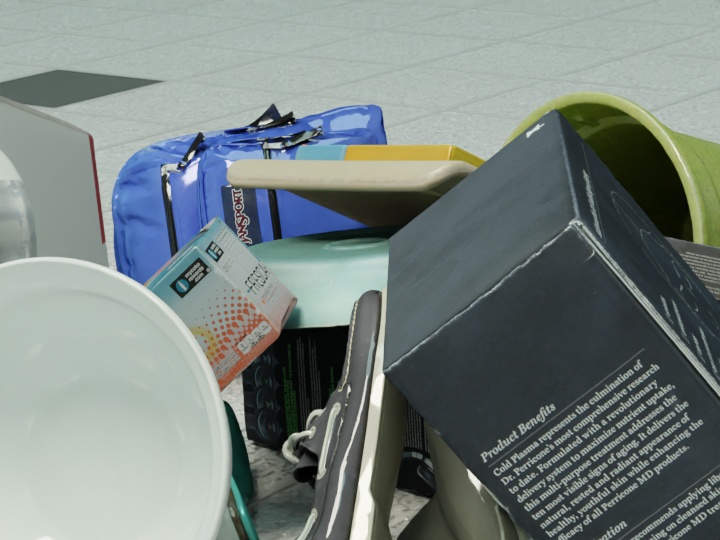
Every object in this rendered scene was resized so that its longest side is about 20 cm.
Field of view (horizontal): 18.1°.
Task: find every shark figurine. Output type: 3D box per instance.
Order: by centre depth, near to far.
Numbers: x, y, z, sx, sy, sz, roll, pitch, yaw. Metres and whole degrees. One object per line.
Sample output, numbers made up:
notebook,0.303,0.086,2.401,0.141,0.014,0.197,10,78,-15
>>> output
shark figurine,0.052,0.137,1.181,0.089,0.129,0.215,-25,30,11

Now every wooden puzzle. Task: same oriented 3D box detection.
wooden puzzle,0.047,-0.045,1.381,0.184,0.038,0.199,4,-9,45

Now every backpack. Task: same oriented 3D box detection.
backpack,-0.073,-0.031,1.550,0.198,0.164,0.168,-8,-12,0

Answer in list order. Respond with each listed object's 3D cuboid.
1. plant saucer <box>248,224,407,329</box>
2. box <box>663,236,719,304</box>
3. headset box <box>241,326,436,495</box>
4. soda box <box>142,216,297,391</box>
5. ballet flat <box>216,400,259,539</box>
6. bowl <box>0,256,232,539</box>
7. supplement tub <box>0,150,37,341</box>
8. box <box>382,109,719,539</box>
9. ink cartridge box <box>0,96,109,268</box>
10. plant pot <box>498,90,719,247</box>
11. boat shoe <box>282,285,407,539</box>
plant saucer,0.000,0.000,1.319,0.198,0.036,0.200,-6,7,1
box,0.246,0.044,1.309,0.142,0.036,0.200,13,-16,45
headset box,0.044,0.057,1.394,0.199,0.094,0.173,12,21,44
soda box,-0.128,0.066,1.225,0.200,0.068,0.064,-43,7,16
ballet flat,-0.094,0.122,1.253,0.069,0.070,0.200,-4,16,-5
bowl,-0.143,0.097,1.140,0.199,0.203,0.090,3,-4,19
supplement tub,-0.276,-0.005,1.154,0.199,0.124,0.122,-7,14,-40
box,0.118,0.050,1.135,0.124,0.197,0.200,-37,14,13
ink cartridge box,-0.279,-0.008,1.422,0.199,0.147,0.144,-15,-15,24
plant pot,0.207,-0.012,1.492,0.183,0.202,0.200,1,9,-41
boat shoe,-0.013,0.093,1.157,0.062,0.073,0.201,0,56,11
